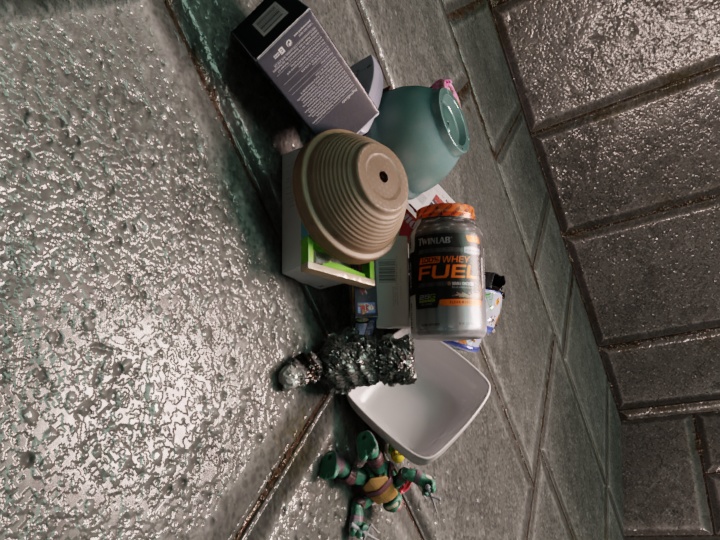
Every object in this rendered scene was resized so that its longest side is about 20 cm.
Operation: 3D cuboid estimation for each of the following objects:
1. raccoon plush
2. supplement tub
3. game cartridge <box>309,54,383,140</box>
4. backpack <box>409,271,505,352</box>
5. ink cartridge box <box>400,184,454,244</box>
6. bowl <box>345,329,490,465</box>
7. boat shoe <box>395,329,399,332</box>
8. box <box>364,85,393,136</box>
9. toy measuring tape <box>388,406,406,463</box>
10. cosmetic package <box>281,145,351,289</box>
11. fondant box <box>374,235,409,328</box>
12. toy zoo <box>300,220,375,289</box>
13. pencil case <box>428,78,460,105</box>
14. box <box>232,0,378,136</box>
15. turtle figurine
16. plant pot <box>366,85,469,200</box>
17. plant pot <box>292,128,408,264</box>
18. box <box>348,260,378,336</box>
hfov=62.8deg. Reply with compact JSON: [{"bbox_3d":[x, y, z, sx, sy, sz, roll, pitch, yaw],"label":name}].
[{"bbox_3d":[-0.005,0.151,0.860,0.198,0.132,0.099,-28,109,-48],"label":"raccoon plush"},{"bbox_3d":[0.136,0.005,0.930,0.122,0.120,0.206,15,72,-57],"label":"supplement tub"},{"bbox_3d":[-0.022,-0.298,1.058,0.040,0.131,0.204,40,44,-33],"label":"game cartridge"},{"bbox_3d":[0.169,0.062,1.076,0.191,0.194,0.158,53,49,-78],"label":"backpack"},{"bbox_3d":[0.104,-0.125,1.187,0.200,0.084,0.176,46,35,-6],"label":"ink cartridge box"},{"bbox_3d":[0.091,0.209,0.971,0.199,0.198,0.076,-37,148,-31],"label":"bowl"},{"bbox_3d":[0.116,0.194,1.128,0.072,0.066,0.206,-1,77,-80],"label":"boat shoe"},{"bbox_3d":[0.015,-0.267,1.143,0.076,0.098,0.202,56,34,-28],"label":"box"},{"bbox_3d":[0.063,0.231,1.036,0.073,0.072,0.205,38,42,-47],"label":"toy measuring tape"},{"bbox_3d":[-0.070,-0.085,0.940,0.101,0.070,0.206,26,56,-54],"label":"cosmetic package"},{"bbox_3d":[0.057,0.023,1.030,0.200,0.056,0.149,25,63,-84],"label":"fondant box"},{"bbox_3d":[-0.034,-0.083,0.893,0.129,0.020,0.206,16,63,-39],"label":"toy zoo"},{"bbox_3d":[0.117,-0.328,1.247,0.086,0.196,0.085,40,43,-42],"label":"pencil case"},{"bbox_3d":[-0.084,-0.307,0.917,0.200,0.107,0.149,45,6,-41],"label":"box"},{"bbox_3d":[0.029,0.336,0.904,0.201,0.149,0.101,53,-7,-30],"label":"turtle figurine"},{"bbox_3d":[0.116,-0.249,1.074,0.199,0.132,0.205,34,47,-46],"label":"plant pot"},{"bbox_3d":[0.004,-0.120,0.859,0.197,0.092,0.207,15,65,-36],"label":"plant pot"},{"bbox_3d":[0.000,0.000,0.988,0.137,0.037,0.206,100,-12,-69],"label":"box"}]
